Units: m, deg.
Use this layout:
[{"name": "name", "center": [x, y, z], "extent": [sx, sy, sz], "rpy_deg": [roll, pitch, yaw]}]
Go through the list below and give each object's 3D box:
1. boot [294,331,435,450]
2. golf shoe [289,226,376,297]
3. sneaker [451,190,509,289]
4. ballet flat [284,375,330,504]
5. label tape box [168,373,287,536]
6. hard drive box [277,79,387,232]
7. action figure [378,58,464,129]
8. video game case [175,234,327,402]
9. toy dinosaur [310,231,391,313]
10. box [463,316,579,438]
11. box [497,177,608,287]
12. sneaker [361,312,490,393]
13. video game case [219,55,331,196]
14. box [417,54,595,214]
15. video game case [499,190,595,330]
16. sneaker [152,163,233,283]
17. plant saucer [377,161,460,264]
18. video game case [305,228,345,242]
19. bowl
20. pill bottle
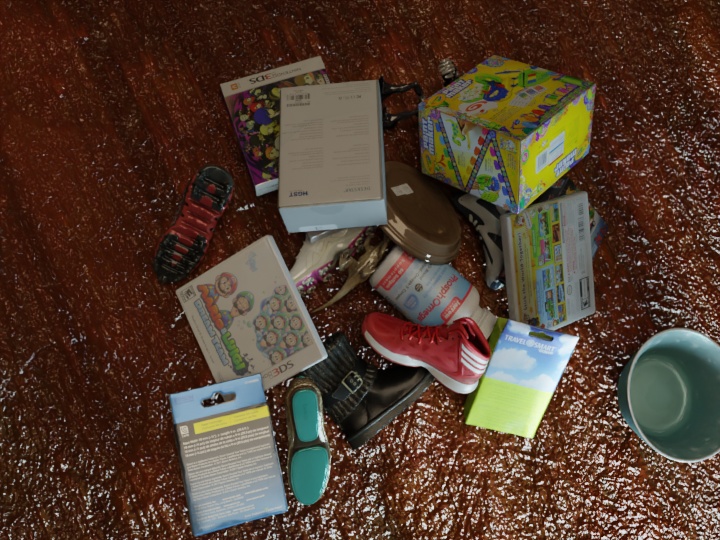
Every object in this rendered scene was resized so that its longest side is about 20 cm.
[{"name": "boot", "center": [0.016, 0.152, 1.179], "extent": [0.209, 0.079, 0.159], "rpy_deg": [-37, 88, -12]}, {"name": "golf shoe", "center": [-0.065, -0.037, 1.209], "extent": [0.199, 0.076, 0.092], "rpy_deg": [-41, 78, -19]}, {"name": "sneaker", "center": [0.205, -0.081, 1.257], "extent": [0.079, 0.128, 0.205], "rpy_deg": [-21, 123, -45]}, {"name": "ballet flat", "center": [-0.080, 0.251, 1.148], "extent": [0.068, 0.065, 0.206], "rpy_deg": [-1, 109, -9]}, {"name": "label tape box", "center": [-0.195, 0.267, 1.128], "extent": [0.140, 0.063, 0.206], "rpy_deg": [-11, 86, -10]}, {"name": "hard drive box", "center": [-0.041, -0.169, 1.122], "extent": [0.151, 0.077, 0.205], "rpy_deg": [-3, 66, 5]}, {"name": "action figure", "center": [0.129, -0.277, 1.259], "extent": [0.194, 0.102, 0.123], "rpy_deg": [-4, 88, -8]}, {"name": "video game case", "center": [-0.167, 0.079, 1.152], "extent": [0.179, 0.024, 0.204], "rpy_deg": [-28, 84, 15]}, {"name": "toy dinosaur", "center": [0.000, 0.000, 1.184], "extent": [0.058, 0.101, 0.201], "rpy_deg": [39, 84, 13]}, {"name": "box", "center": [0.243, 0.159, 1.171], "extent": [0.119, 0.048, 0.204], "rpy_deg": [13, 119, -6]}, {"name": "box", "center": [0.318, -0.029, 1.249], "extent": [0.136, 0.037, 0.203], "rpy_deg": [40, 75, -31]}, {"name": "sneaker", "center": [0.103, 0.090, 1.123], "extent": [0.196, 0.117, 0.079], "rpy_deg": [24, 42, 1]}, {"name": "video game case", "center": [-0.114, -0.235, 1.220], "extent": [0.177, 0.036, 0.204], "rpy_deg": [-18, 68, -10]}, {"name": "box", "center": [0.222, -0.217, 1.165], "extent": [0.191, 0.124, 0.199], "rpy_deg": [29, 52, 36]}, {"name": "video game case", "center": [0.298, -0.007, 1.202], "extent": [0.178, 0.023, 0.206], "rpy_deg": [-17, 106, -31]}, {"name": "sneaker", "center": [-0.257, -0.075, 1.181], "extent": [0.070, 0.098, 0.204], "rpy_deg": [26, 100, -15]}, {"name": "plant saucer", "center": [0.085, -0.098, 1.194], "extent": [0.197, 0.030, 0.203], "rpy_deg": [27, 38, -23]}, {"name": "video game case", "center": [-0.056, -0.155, 1.218], "extent": [0.140, 0.018, 0.203], "rpy_deg": [-22, 66, -13]}, {"name": "bowl", "center": [0.498, 0.201, 1.234], "extent": [0.195, 0.105, 0.207], "rpy_deg": [1, 81, -8]}, {"name": "pill bottle", "center": [0.116, 0.042, 1.198], "extent": [0.199, 0.109, 0.109], "rpy_deg": [41, 77, 0]}]
